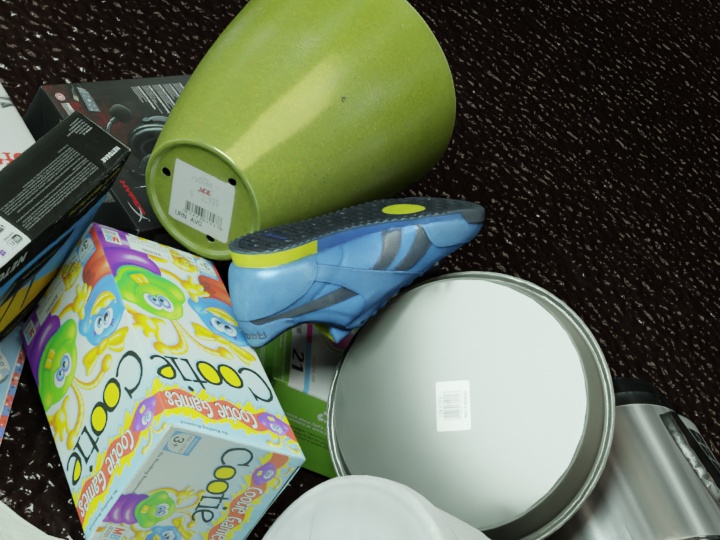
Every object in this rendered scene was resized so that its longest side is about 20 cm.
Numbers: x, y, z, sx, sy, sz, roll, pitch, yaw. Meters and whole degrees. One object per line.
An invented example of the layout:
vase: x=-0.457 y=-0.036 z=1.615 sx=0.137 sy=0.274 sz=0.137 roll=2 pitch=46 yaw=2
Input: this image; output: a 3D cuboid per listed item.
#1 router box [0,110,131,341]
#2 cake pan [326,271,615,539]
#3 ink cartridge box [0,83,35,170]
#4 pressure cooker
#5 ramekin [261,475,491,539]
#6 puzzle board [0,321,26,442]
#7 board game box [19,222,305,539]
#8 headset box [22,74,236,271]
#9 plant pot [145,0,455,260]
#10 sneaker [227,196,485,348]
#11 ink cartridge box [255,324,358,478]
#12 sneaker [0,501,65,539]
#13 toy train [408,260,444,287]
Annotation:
router box: x=-0.235 y=0.002 z=1.076 sx=0.051 sy=0.149 sz=0.200 roll=36 pitch=36 yaw=0
cake pan: x=0.069 y=0.093 z=1.149 sx=0.200 sy=0.200 sz=0.037 roll=54 pitch=3 yaw=22
ink cartridge box: x=-0.323 y=-0.103 z=1.192 sx=0.146 sy=0.084 sz=0.200 roll=-3 pitch=49 yaw=-43
pressure cooker: x=0.172 y=0.172 z=1.246 sx=0.178 sy=0.176 sz=0.200 roll=5 pitch=46 yaw=-34
ramekin: x=0.016 y=0.230 z=1.039 sx=0.094 sy=0.202 sz=0.203 roll=22 pitch=37 yaw=-41
puzzle board: x=-0.295 y=0.073 z=1.087 sx=0.151 sy=0.017 sz=0.200 roll=25 pitch=37 yaw=-17
board game box: x=-0.133 y=0.079 z=1.103 sx=0.103 sy=0.105 sz=0.200 roll=19 pitch=27 yaw=-37
headset box: x=-0.146 y=-0.073 z=1.326 sx=0.200 sy=0.077 sz=0.149 roll=-11 pitch=58 yaw=-45
plant pot: x=-0.058 y=-0.094 z=1.221 sx=0.187 sy=0.187 sz=0.200 roll=40 pitch=43 yaw=3
sneaker: x=0.000 y=0.000 z=1.155 sx=0.200 sy=0.079 sz=0.066 roll=-16 pitch=17 yaw=-32
ink cartridge box: x=0.010 y=0.086 z=1.285 sx=0.200 sy=0.076 sz=0.148 roll=22 pitch=38 yaw=-18
sneaker: x=-0.221 y=0.169 z=1.002 sx=0.200 sy=0.073 sz=0.072 roll=30 pitch=26 yaw=0
toy train: x=0.002 y=0.006 z=1.407 sx=0.200 sy=0.034 sz=0.046 roll=-14 pitch=72 yaw=-49
